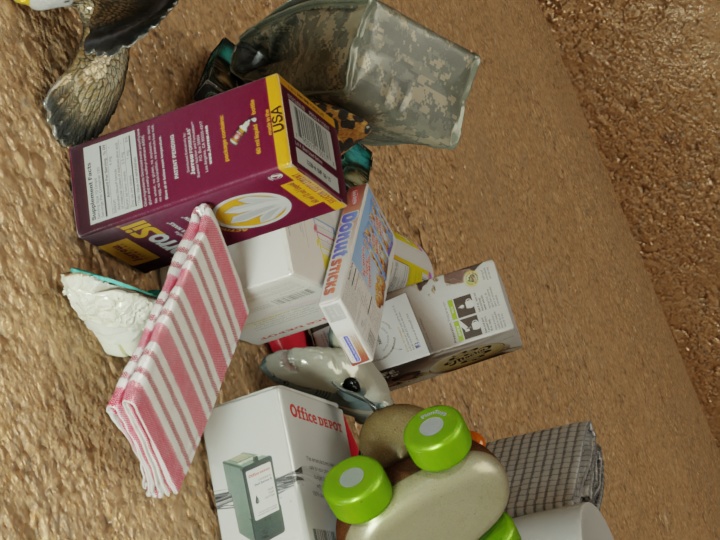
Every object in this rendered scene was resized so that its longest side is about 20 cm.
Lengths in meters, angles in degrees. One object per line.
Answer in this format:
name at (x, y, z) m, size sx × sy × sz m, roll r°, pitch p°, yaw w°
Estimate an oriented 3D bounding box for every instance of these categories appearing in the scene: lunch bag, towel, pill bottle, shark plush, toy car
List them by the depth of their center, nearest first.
towel at (-0.143, 0.064, 1.317) m, size 0.146 × 0.030 × 0.200 m, roll 78°, pitch 26°, yaw -52°
toy car at (0.027, 0.178, 1.474) m, size 0.200 × 0.158 × 0.164 m, roll 47°, pitch -14°, yaw 55°
lunch bag at (-0.011, -0.193, 1.629) m, size 0.164 × 0.200 × 0.118 m, roll 22°, pitch 79°, yaw -40°
shark plush at (-0.017, 0.118, 1.634) m, size 0.200 × 0.083 × 0.091 m, roll 40°, pitch 27°, yaw -57°
pill bottle at (-0.001, -0.003, 1.789) m, size 0.200 × 0.104 × 0.104 m, roll 24°, pitch 50°, yaw -64°
towel at (0.211, 0.275, 2.026) m, size 0.200 × 0.165 × 0.086 m, roll -67°, pitch 141°, yaw -62°

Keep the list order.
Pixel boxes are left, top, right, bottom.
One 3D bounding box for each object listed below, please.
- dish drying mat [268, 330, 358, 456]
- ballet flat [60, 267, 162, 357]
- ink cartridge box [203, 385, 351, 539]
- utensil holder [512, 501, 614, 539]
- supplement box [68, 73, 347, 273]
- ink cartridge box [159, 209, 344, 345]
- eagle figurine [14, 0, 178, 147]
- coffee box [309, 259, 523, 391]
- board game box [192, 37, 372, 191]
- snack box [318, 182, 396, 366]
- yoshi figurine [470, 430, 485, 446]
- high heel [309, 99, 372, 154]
dish drying mat at (-0.046, 0.131, 1.680) m, size 0.200 × 0.018 × 0.077 m, roll 67°, pitch 21°, yaw -15°
ballet flat at (-0.176, 0.042, 1.346) m, size 0.200 × 0.072 × 0.072 m, roll 17°, pitch 57°, yaw -65°
ink cartridge box at (-0.059, 0.216, 1.466) m, size 0.146 × 0.084 × 0.200 m, roll 30°, pitch 45°, yaw -63°
utensil holder at (0.175, 0.351, 1.805) m, size 0.170 × 0.200 × 0.170 m, roll 54°, pitch 25°, yaw -41°
supplement box at (-0.126, -0.077, 1.373) m, size 0.110 × 0.200 × 0.086 m, roll 34°, pitch 43°, yaw -60°
ink cartridge box at (-0.087, -0.017, 1.536) m, size 0.200 × 0.128 × 0.125 m, roll 27°, pitch 48°, yaw -65°
eagle figurine at (-0.214, -0.218, 1.390) m, size 0.152 × 0.151 × 0.200 m, roll 54°, pitch 13°, yaw -64°
coffee box at (0.058, 0.065, 1.712) m, size 0.113 × 0.200 × 0.080 m, roll 54°, pitch 19°, yaw -74°
board game box at (-0.075, -0.147, 1.683) m, size 0.200 × 0.028 × 0.135 m, roll 36°, pitch 22°, yaw -14°
snack box at (0.000, 0.000, 1.526) m, size 0.072 × 0.024 × 0.200 m, roll 61°, pitch 22°, yaw -27°
yoshi figurine at (0.078, 0.221, 1.805) m, size 0.200 × 0.112 × 0.113 m, roll 6°, pitch 74°, yaw -66°
high heel at (-0.099, -0.116, 1.496) m, size 0.143 × 0.200 × 0.072 m, roll -18°, pitch 104°, yaw -73°
